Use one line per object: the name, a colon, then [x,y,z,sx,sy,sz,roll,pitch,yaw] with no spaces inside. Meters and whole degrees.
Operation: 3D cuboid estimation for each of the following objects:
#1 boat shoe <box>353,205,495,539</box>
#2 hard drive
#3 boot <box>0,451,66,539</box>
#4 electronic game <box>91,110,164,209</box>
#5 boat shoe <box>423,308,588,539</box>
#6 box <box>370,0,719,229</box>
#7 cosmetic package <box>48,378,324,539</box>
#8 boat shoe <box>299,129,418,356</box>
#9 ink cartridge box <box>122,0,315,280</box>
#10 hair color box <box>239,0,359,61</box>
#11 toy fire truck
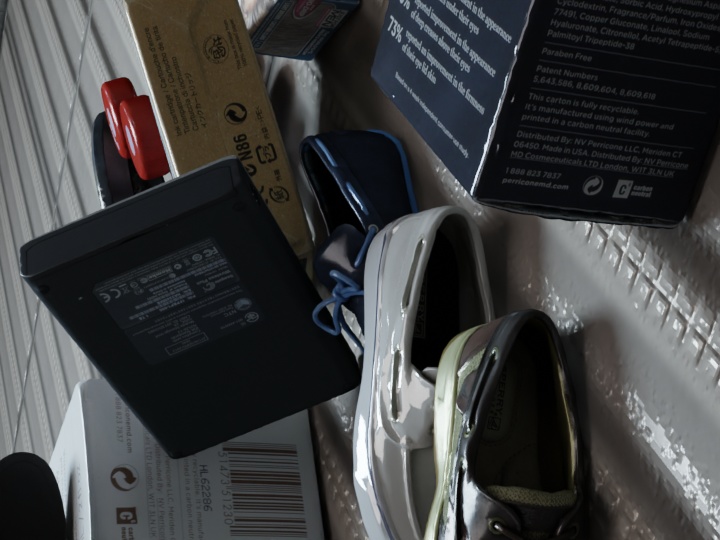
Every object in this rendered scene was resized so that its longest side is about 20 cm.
boat shoe: [0.043,0.065,0.756,0.066,0.072,0.201,-25,59,60]
hard drive: [-0.096,0.031,0.885,0.200,0.139,0.033,61,-171,-45]
boot: [-0.244,0.231,1.029,0.200,0.068,0.189,141,121,-71]
electronic game: [-0.200,-0.047,1.307,0.200,0.041,0.201,-16,-90,-86]
boat shoe: [0.069,0.113,0.667,0.065,0.073,0.201,127,142,-61]
box: [0.093,-0.142,0.618,0.148,0.104,0.201,-121,42,-56]
cosmetic package: [-0.135,0.200,1.034,0.200,0.165,0.168,120,147,-49]
boat shoe: [0.000,0.000,0.867,0.201,0.068,0.084,-107,30,-43]
ink cartridge box: [-0.093,-0.079,0.983,0.165,0.075,0.201,107,146,-77]
hair color box: [-0.049,-0.267,1.058,0.100,0.060,0.201,142,128,-62]
toy fire truck: [-0.130,-0.080,1.189,0.200,0.112,0.169,-138,32,-64]
